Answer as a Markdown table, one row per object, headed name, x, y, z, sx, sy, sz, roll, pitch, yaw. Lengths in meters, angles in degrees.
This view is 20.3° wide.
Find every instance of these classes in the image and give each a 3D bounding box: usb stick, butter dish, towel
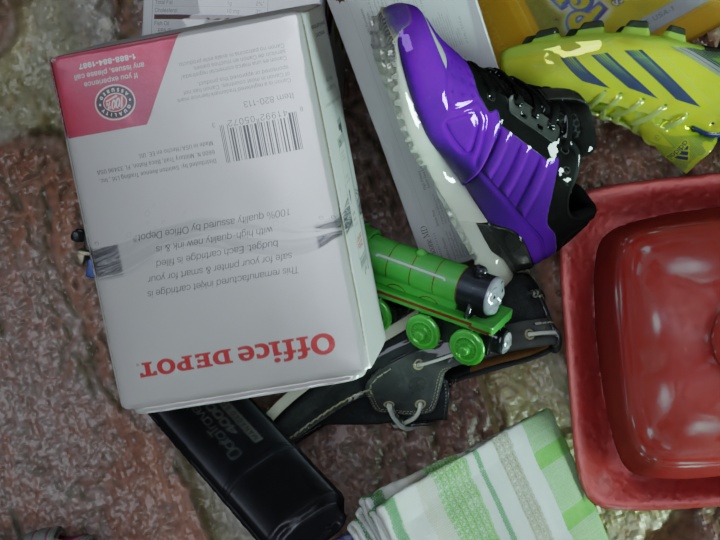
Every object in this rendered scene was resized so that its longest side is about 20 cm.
| name | x | y | z | sx | sy | sz | roll | pitch | yaw |
| --- | --- | --- | --- | --- | --- | --- | --- | --- | --- |
| usb stick | -0.077 | 0.101 | 1.186 | 0.055 | 0.033 | 0.200 | -33 | 43 | -14 |
| butter dish | 0.218 | 0.040 | 1.162 | 0.198 | 0.148 | 0.201 | -5 | 89 | 5 |
| towel | 0.082 | 0.174 | 1.159 | 0.031 | 0.199 | 0.150 | -25 | 87 | 37 |

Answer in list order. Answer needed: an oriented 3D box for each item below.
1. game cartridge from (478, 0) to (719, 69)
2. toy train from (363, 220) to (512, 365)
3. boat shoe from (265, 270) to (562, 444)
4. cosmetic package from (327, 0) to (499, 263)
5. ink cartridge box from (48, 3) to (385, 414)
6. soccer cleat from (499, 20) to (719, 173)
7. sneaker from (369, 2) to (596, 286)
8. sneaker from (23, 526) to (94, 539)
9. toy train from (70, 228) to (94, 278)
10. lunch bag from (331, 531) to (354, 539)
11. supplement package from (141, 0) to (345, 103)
| name | x | y | z | sx | sy | sz | roll | pitch | yaw |
| --- | --- | --- | --- | --- | --- | --- | --- | --- | --- |
| game cartridge | 0.128 | -0.187 | 1.188 | 0.199 | 0.032 | 0.177 | -30 | 122 | 4 |
| toy train | 0.000 | 0.000 | 1.175 | 0.199 | 0.042 | 0.057 | 18 | 120 | 23 |
| boat shoe | 0.026 | 0.066 | 1.217 | 0.199 | 0.072 | 0.068 | -29 | 82 | 2 |
| cosmetic package | 0.045 | -0.100 | 1.180 | 0.082 | 0.051 | 0.201 | -19 | 123 | 3 |
| ink cartridge box | -0.076 | -0.035 | 1.115 | 0.145 | 0.083 | 0.202 | -9 | 99 | 10 |
| soccer cleat | 0.178 | -0.101 | 1.186 | 0.198 | 0.065 | 0.084 | 4 | 92 | -17 |
| sneaker | 0.077 | -0.084 | 1.127 | 0.099 | 0.070 | 0.201 | -26 | 131 | 6 |
| sneaker | -0.204 | 0.195 | 1.237 | 0.199 | 0.081 | 0.089 | 22 | 89 | -3 |
| toy train | -0.086 | 0.008 | 1.251 | 0.198 | 0.034 | 0.046 | 14 | 100 | 5 |
| lunch bag | 0.016 | 0.252 | 1.155 | 0.127 | 0.169 | 0.201 | -34 | 82 | 44 |
| supplement package | -0.068 | -0.152 | 1.211 | 0.109 | 0.114 | 0.202 | 2 | 89 | 7 |
